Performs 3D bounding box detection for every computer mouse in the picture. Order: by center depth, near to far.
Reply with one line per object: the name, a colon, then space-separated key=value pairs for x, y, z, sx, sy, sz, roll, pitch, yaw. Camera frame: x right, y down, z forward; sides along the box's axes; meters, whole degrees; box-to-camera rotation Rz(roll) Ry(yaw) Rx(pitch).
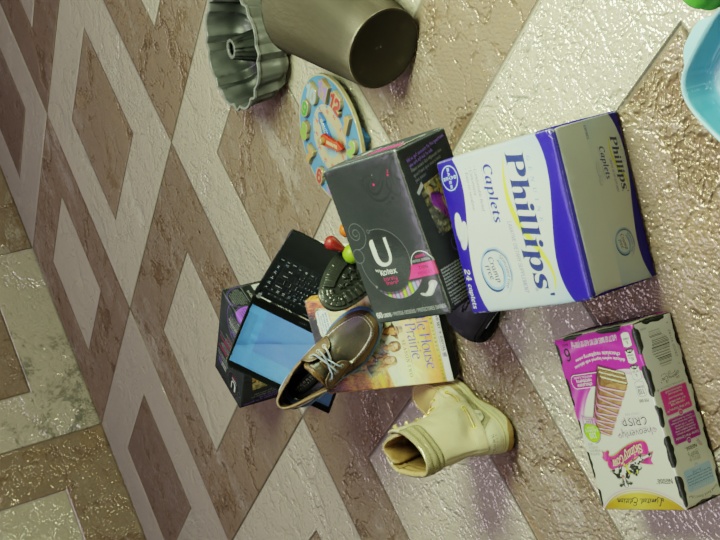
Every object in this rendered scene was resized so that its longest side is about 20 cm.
computer mouse: x=0.129 y=0.008 z=1.397 sx=0.140 sy=0.046 sz=0.200 roll=42 pitch=140 yaw=17

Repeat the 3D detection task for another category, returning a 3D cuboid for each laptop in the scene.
laptop: x=-0.072 y=0.075 z=1.597 sx=0.200 sy=0.177 sz=0.103 roll=-56 pitch=16 yaw=28

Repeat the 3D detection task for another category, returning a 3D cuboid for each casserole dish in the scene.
casserole dish: x=0.363 y=-0.148 z=0.951 sx=0.200 sy=0.039 sz=0.121 roll=54 pitch=145 yaw=29

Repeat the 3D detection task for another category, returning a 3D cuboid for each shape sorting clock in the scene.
shape sorting clock: x=-0.047 y=-0.199 z=1.661 sx=0.200 sy=0.039 sz=0.201 roll=34 pitch=131 yaw=51

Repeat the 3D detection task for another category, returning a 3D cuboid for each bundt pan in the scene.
bundt pan: x=-0.179 y=-0.365 z=1.781 sx=0.202 sy=0.075 sz=0.203 roll=34 pitch=131 yaw=50

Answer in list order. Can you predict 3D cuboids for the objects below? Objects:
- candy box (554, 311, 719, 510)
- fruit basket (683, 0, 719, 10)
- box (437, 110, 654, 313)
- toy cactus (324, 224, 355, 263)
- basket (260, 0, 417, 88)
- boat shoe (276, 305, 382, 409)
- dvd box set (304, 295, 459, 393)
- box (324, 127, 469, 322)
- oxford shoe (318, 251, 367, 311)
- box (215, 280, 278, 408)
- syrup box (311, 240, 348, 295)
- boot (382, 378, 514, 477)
candy box: x=0.298 y=0.156 z=1.188 sx=0.136 sy=0.061 sz=0.201 roll=-23 pitch=83 yaw=61
fruit basket: x=0.289 y=-0.326 z=0.914 sx=0.215 sy=0.155 sz=0.217 roll=-6 pitch=82 yaw=52
box: x=0.199 y=-0.059 z=1.206 sx=0.200 sy=0.105 sz=0.185 roll=-12 pitch=93 yaw=56
toy cactus: x=0.063 y=-0.063 z=1.450 sx=0.165 sy=0.200 sz=0.102 roll=41 pitch=-169 yaw=-9
basket: x=-0.026 y=-0.338 z=1.472 sx=0.200 sy=0.136 sz=0.181 roll=41 pitch=141 yaw=40
boat shoe: x=-0.044 y=0.132 z=1.528 sx=0.072 sy=0.072 sz=0.200 roll=43 pitch=115 yaw=5
dvd box set: x=0.029 y=0.095 z=1.547 sx=0.199 sy=0.029 sz=0.147 roll=-8 pitch=103 yaw=24
box: x=0.060 y=-0.052 z=1.315 sx=0.122 sy=0.106 sz=0.201 roll=-12 pitch=102 yaw=43
oxford shoe: x=0.000 y=0.000 z=1.529 sx=0.073 sy=0.200 sz=0.085 roll=36 pitch=139 yaw=6
box: x=-0.191 y=0.133 z=2.002 sx=0.122 sy=0.106 sz=0.201 roll=53 pitch=145 yaw=38
syrup box: x=-0.038 y=0.062 z=1.695 sx=0.082 sy=0.078 sz=0.201 roll=-87 pitch=1 yaw=-57
boot: x=0.090 y=0.211 z=1.485 sx=0.200 sy=0.155 sz=0.073 roll=30 pitch=128 yaw=52
